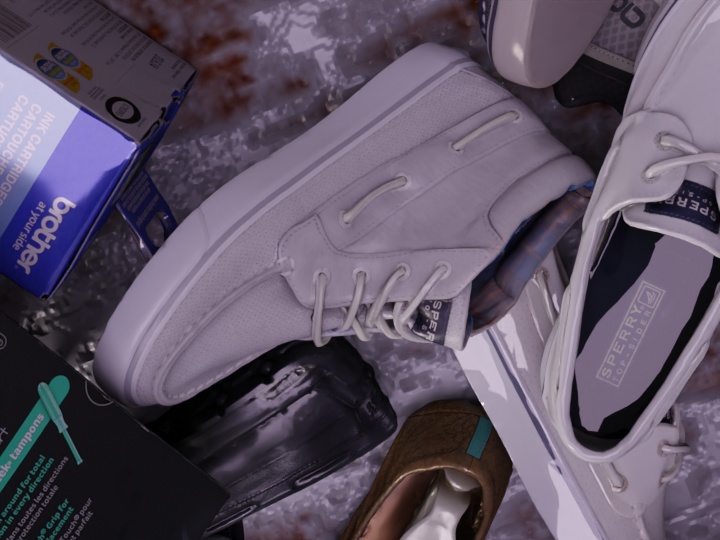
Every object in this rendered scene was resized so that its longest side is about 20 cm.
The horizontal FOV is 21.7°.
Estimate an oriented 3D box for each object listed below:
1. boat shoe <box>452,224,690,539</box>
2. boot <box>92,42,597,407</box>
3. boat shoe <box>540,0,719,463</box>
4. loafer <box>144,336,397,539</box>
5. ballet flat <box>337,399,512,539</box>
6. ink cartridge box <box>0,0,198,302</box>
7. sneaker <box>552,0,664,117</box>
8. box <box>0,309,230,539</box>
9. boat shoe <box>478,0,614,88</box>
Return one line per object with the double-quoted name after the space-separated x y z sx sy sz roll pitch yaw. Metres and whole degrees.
0.102 0.071 0.777 0.070 0.071 0.200 -28 96 9 "boat shoe"
0.000 0.000 0.710 0.096 0.074 0.200 40 71 23 "boot"
0.120 -0.022 0.678 0.073 0.065 0.201 16 101 3 "boat shoe"
-0.076 0.096 0.787 0.200 0.068 0.070 -34 115 15 "loafer"
0.007 0.149 0.796 0.068 0.072 0.200 28 104 -4 "ballet flat"
-0.144 -0.071 0.712 0.200 0.136 0.076 32 107 -6 "ink cartridge box"
0.148 -0.031 0.745 0.087 0.074 0.200 -37 95 11 "sneaker"
-0.177 0.060 0.686 0.124 0.148 0.200 -55 132 -11 "box"
0.061 -0.175 0.705 0.093 0.075 0.201 21 100 30 "boat shoe"
